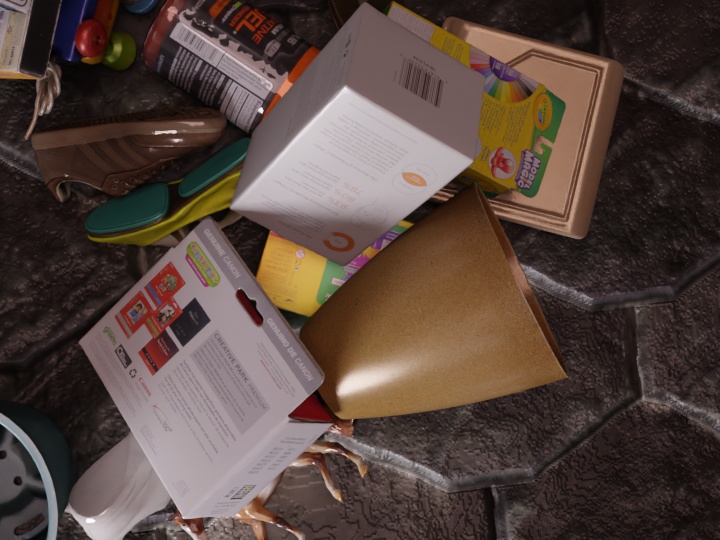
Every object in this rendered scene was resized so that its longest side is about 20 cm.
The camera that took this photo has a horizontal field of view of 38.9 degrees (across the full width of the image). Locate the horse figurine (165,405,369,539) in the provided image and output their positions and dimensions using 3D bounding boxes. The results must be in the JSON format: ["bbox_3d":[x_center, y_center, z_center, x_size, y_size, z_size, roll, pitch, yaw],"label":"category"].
[{"bbox_3d":[-0.080,0.203,0.993,0.132,0.050,0.200,36,95,14],"label":"horse figurine"}]

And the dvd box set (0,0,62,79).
[{"bbox_3d":[-0.336,-0.248,0.927,0.029,0.200,0.147,14,87,-49],"label":"dvd box set"}]

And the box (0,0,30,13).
[{"bbox_3d":[-0.345,-0.298,0.885,0.200,0.060,0.117,23,95,41],"label":"box"}]

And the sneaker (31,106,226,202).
[{"bbox_3d":[-0.215,-0.110,0.974,0.199,0.070,0.076,-3,110,18],"label":"sneaker"}]

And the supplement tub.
[{"bbox_3d":[-0.100,-0.188,0.974,0.200,0.107,0.107,33,87,-4],"label":"supplement tub"}]

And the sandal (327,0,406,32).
[{"bbox_3d":[0.014,-0.215,1.006,0.082,0.055,0.201,-14,81,-27],"label":"sandal"}]

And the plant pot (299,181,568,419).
[{"bbox_3d":[0.054,0.050,0.900,0.200,0.186,0.187,-27,91,10],"label":"plant pot"}]

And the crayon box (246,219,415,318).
[{"bbox_3d":[0.000,0.000,1.002,0.199,0.058,0.119,17,88,-4],"label":"crayon box"}]

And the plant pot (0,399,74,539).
[{"bbox_3d":[-0.348,0.200,0.905,0.199,0.196,0.201,0,88,-4],"label":"plant pot"}]

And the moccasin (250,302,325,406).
[{"bbox_3d":[-0.115,0.076,0.984,0.200,0.068,0.081,45,101,20],"label":"moccasin"}]

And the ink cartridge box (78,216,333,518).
[{"bbox_3d":[-0.123,0.084,0.897,0.176,0.084,0.200,-43,65,12],"label":"ink cartridge box"}]

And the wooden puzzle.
[{"bbox_3d":[0.156,-0.143,1.031,0.199,0.037,0.186,14,88,-8],"label":"wooden puzzle"}]

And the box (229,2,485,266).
[{"bbox_3d":[-0.006,-0.107,0.864,0.124,0.200,0.098,27,52,-21],"label":"box"}]

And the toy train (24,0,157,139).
[{"bbox_3d":[-0.258,-0.213,0.963,0.084,0.116,0.201,18,94,21],"label":"toy train"}]

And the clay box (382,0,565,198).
[{"bbox_3d":[0.089,-0.152,0.960,0.200,0.048,0.115,26,73,-15],"label":"clay box"}]

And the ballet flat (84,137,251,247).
[{"bbox_3d":[-0.168,-0.058,0.981,0.200,0.067,0.067,-24,129,14],"label":"ballet flat"}]

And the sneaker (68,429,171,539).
[{"bbox_3d":[-0.188,0.182,0.986,0.075,0.089,0.200,30,61,35],"label":"sneaker"}]
